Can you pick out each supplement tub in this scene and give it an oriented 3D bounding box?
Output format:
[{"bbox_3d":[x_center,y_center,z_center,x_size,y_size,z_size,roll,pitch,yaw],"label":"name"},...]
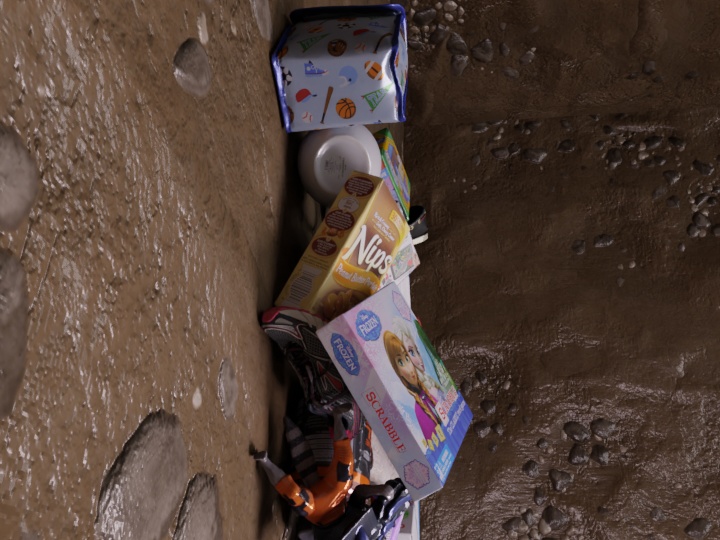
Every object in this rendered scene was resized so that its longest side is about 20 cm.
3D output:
[{"bbox_3d":[-0.037,0.238,0.849,0.108,0.103,0.205,77,14,-56],"label":"supplement tub"}]

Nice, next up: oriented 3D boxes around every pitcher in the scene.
[{"bbox_3d":[-0.034,-0.133,0.963,0.200,0.117,0.177,-111,-158,-76],"label":"pitcher"}]

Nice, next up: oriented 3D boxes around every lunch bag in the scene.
[{"bbox_3d":[-0.018,-0.286,0.886,0.202,0.164,0.127,-79,166,-53],"label":"lunch bag"}]

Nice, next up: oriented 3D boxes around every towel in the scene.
[{"bbox_3d":[0.013,0.227,0.987,0.133,0.034,0.204,55,15,-50],"label":"towel"}]

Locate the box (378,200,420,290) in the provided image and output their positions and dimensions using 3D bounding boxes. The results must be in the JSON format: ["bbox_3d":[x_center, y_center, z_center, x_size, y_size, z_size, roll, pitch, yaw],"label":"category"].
[{"bbox_3d":[0.000,0.000,0.938,0.199,0.034,0.112,-42,124,-30],"label":"box"}]

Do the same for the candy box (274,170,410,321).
[{"bbox_3d":[-0.017,-0.008,0.842,0.203,0.054,0.116,-60,146,-16],"label":"candy box"}]

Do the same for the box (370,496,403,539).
[{"bbox_3d":[0.001,0.393,0.966,0.200,0.038,0.141,155,-49,-74],"label":"box"}]

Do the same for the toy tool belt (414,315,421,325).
[{"bbox_3d":[0.034,0.043,1.265,0.203,0.124,0.122,56,-18,-8],"label":"toy tool belt"}]

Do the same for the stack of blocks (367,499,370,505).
[{"bbox_3d":[-0.029,0.380,0.887,0.201,0.057,0.117,-96,-154,-62],"label":"stack of blocks"}]

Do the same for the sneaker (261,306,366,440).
[{"bbox_3d":[-0.046,0.118,0.760,0.201,0.079,0.075,52,54,-28],"label":"sneaker"}]

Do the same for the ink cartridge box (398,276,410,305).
[{"bbox_3d":[-0.015,0.025,0.999,0.197,0.066,0.120,-17,110,-40],"label":"ink cartridge box"}]

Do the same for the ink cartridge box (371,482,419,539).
[{"bbox_3d":[0.031,0.470,1.169,0.200,0.142,0.151,-64,152,-75],"label":"ink cartridge box"}]

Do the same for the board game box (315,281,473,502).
[{"bbox_3d":[0.049,0.124,0.759,0.203,0.041,0.200,59,20,2],"label":"board game box"}]

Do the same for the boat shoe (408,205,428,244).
[{"bbox_3d":[0.048,-0.063,1.170,0.199,0.072,0.065,-28,120,-42],"label":"boat shoe"}]

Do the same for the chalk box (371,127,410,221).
[{"bbox_3d":[0.010,-0.140,1.136,0.201,0.121,0.126,-79,146,-63],"label":"chalk box"}]

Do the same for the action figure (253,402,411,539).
[{"bbox_3d":[-0.014,0.247,0.738,0.197,0.103,0.199,-28,104,-34],"label":"action figure"}]
